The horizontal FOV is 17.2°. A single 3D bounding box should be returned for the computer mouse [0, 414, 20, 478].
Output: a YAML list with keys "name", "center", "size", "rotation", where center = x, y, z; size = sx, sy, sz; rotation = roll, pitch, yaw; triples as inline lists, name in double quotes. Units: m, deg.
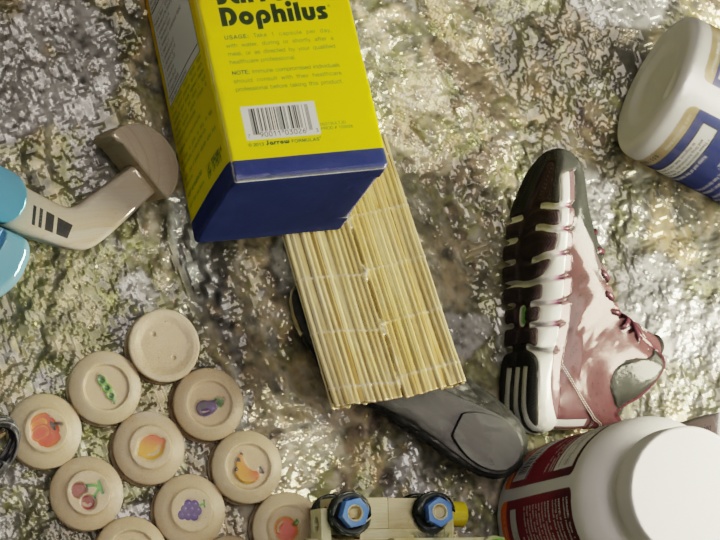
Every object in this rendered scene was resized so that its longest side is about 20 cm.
- name: "computer mouse"
  center: [-0.306, 0.146, 1.513]
  size: [0.200, 0.034, 0.059]
  rotation: [-26, 104, -24]

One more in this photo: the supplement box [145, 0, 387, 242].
- name: "supplement box"
  center: [-0.067, -0.134, 1.593]
  size: [0.109, 0.109, 0.201]
  rotation: [-6, 72, -20]

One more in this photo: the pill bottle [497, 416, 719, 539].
- name: "pill bottle"
  center: [0.176, 0.158, 1.584]
  size: [0.113, 0.200, 0.113]
  rotation: [4, 79, -18]

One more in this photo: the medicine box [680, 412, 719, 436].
- name: "medicine box"
  center: [0.299, 0.215, 1.667]
  size: [0.182, 0.103, 0.201]
  rotation: [12, 76, -16]

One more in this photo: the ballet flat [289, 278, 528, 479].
- name: "ballet flat"
  center: [0.029, 0.077, 1.640]
  size: [0.200, 0.057, 0.066]
  rotation: [40, 80, -1]

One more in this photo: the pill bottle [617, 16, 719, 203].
- name: "pill bottle"
  center: [0.296, -0.092, 1.723]
  size: [0.200, 0.111, 0.111]
  rotation: [26, 72, -12]

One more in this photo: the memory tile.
- name: "memory tile"
  center: [-0.128, 0.139, 1.584]
  size: [0.153, 0.017, 0.200]
  rotation: [-35, 91, -22]

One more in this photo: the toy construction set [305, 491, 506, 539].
- name: "toy construction set"
  center: [0.024, 0.212, 1.580]
  size: [0.200, 0.092, 0.132]
  rotation: [5, 80, -36]

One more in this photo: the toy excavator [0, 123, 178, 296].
- name: "toy excavator"
  center: [-0.235, -0.032, 1.550]
  size: [0.200, 0.100, 0.195]
  rotation: [26, 74, -26]

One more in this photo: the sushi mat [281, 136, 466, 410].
- name: "sushi mat"
  center: [0.000, 0.000, 1.623]
  size: [0.095, 0.012, 0.200]
  rotation: [-8, 63, -19]

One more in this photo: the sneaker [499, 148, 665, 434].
- name: "sneaker"
  center: [0.164, 0.019, 1.684]
  size: [0.115, 0.076, 0.201]
  rotation: [7, 88, -22]
